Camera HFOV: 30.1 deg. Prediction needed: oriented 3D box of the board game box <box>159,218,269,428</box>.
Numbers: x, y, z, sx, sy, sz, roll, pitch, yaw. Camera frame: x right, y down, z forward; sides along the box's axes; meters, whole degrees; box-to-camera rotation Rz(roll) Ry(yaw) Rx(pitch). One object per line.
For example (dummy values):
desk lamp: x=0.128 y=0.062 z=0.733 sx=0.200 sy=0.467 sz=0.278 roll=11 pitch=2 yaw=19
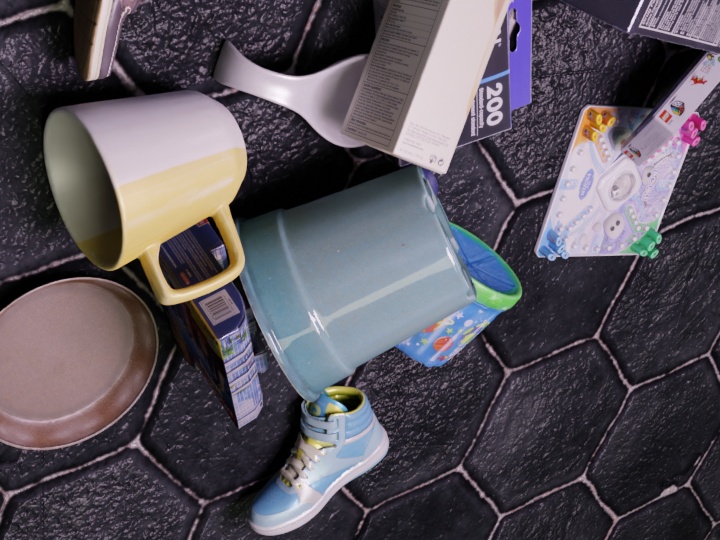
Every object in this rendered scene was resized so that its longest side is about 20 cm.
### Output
board game box: x=-0.149 y=0.048 z=1.338 sx=0.061 sy=0.200 sz=0.201 roll=-27 pitch=145 yaw=-16

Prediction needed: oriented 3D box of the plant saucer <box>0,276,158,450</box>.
plant saucer: x=-0.300 y=0.089 z=1.341 sx=0.199 sy=0.032 sz=0.201 roll=-18 pitch=126 yaw=-25

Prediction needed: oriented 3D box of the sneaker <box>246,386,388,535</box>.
sneaker: x=-0.063 y=0.208 z=1.556 sx=0.200 sy=0.079 sz=0.131 roll=-38 pitch=136 yaw=-22

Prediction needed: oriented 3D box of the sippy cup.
sippy cup: x=0.092 y=0.033 z=1.520 sx=0.177 sy=0.140 sz=0.131 roll=22 pitch=116 yaw=-33

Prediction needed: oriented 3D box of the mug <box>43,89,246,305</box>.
mug: x=-0.186 y=-0.079 z=1.237 sx=0.153 sy=0.149 sz=0.188 roll=-23 pitch=115 yaw=-32

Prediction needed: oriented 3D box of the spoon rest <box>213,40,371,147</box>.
spoon rest: x=-0.043 y=-0.175 z=1.314 sx=0.199 sy=0.061 sz=0.100 roll=9 pitch=114 yaw=-30

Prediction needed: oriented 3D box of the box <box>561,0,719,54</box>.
box: x=0.329 y=-0.352 z=1.412 sx=0.198 sy=0.123 sz=0.201 roll=-1 pitch=119 yaw=-49

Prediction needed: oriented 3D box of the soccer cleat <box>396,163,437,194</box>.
soccer cleat: x=0.019 y=-0.033 z=1.464 sx=0.065 sy=0.084 sz=0.200 roll=36 pitch=114 yaw=-5

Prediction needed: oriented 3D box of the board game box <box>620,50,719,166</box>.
board game box: x=0.389 y=-0.218 z=1.550 sx=0.200 sy=0.035 sz=0.126 roll=-48 pitch=177 yaw=-12

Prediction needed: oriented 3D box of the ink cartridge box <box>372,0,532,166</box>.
ink cartridge box: x=0.111 y=-0.229 z=1.413 sx=0.199 sy=0.043 sz=0.199 roll=-22 pitch=128 yaw=-22

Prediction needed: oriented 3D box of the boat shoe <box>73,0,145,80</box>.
boat shoe: x=-0.203 y=-0.259 z=1.156 sx=0.064 sy=0.072 sz=0.201 roll=2 pitch=112 yaw=-30

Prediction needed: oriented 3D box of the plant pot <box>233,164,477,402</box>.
plant pot: x=0.000 y=0.000 z=1.337 sx=0.195 sy=0.201 sz=0.201 roll=-24 pitch=133 yaw=8

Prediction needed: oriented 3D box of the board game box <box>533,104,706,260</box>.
board game box: x=0.324 y=-0.103 z=1.656 sx=0.199 sy=0.026 sz=0.201 roll=-2 pitch=119 yaw=-34

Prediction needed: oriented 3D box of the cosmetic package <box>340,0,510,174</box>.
cosmetic package: x=0.065 y=-0.205 z=1.287 sx=0.071 sy=0.105 sz=0.201 roll=17 pitch=98 yaw=-36
